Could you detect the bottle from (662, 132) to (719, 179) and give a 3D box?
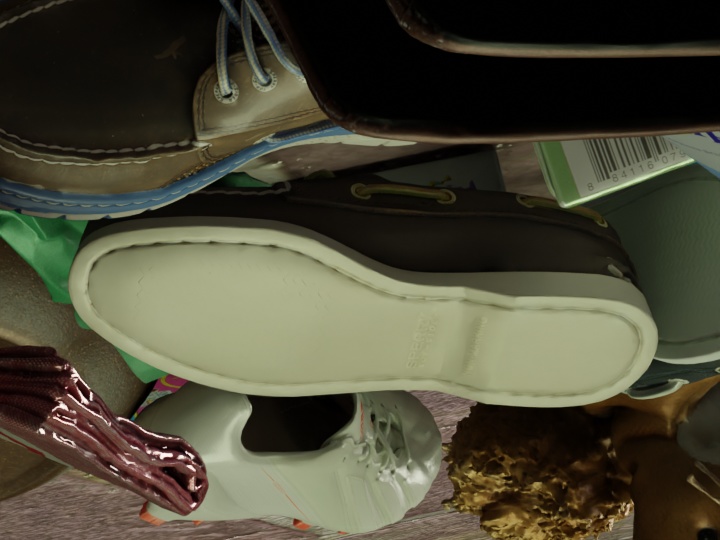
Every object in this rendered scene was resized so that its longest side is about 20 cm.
[{"bbox_3d":[0.084,-0.075,0.717,0.084,0.065,0.200,19,172,47],"label":"bottle"}]

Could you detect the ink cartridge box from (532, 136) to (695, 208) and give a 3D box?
[{"bbox_3d":[0.129,-0.067,0.907,0.145,0.048,0.200,-20,-177,6],"label":"ink cartridge box"}]

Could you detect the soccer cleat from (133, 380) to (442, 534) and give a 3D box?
[{"bbox_3d":[-0.016,0.070,1.111,0.078,0.069,0.200,-37,159,29],"label":"soccer cleat"}]

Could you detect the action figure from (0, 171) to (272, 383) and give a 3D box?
[{"bbox_3d":[-0.077,-0.022,0.924,0.118,0.055,0.200,-30,151,15],"label":"action figure"}]

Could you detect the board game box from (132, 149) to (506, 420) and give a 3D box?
[{"bbox_3d":[-0.031,0.012,1.131,0.200,0.064,0.148,-11,168,5],"label":"board game box"}]

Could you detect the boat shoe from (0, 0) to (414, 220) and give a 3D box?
[{"bbox_3d":[-0.032,-0.068,0.769,0.200,0.072,0.072,-15,167,-34],"label":"boat shoe"}]

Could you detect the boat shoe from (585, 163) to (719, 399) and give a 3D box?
[{"bbox_3d":[0.111,0.008,0.966,0.060,0.076,0.200,25,166,-32],"label":"boat shoe"}]

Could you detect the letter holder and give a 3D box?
[{"bbox_3d":[0.093,-0.077,0.572,0.200,0.142,0.101,-7,136,-20],"label":"letter holder"}]

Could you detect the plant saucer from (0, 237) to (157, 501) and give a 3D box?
[{"bbox_3d":[-0.175,0.042,1.022,0.200,0.037,0.200,-2,145,-1],"label":"plant saucer"}]

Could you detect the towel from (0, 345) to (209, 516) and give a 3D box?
[{"bbox_3d":[-0.149,0.016,0.779,0.200,0.023,0.144,21,171,17],"label":"towel"}]

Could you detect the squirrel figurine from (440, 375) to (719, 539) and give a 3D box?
[{"bbox_3d":[0.132,0.069,1.240,0.141,0.187,0.200,0,164,-42],"label":"squirrel figurine"}]

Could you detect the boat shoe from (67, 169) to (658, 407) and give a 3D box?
[{"bbox_3d":[0.000,0.000,0.900,0.200,0.060,0.072,6,132,-14],"label":"boat shoe"}]

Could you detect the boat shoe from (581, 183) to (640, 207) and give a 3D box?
[{"bbox_3d":[0.178,-0.025,1.125,0.199,0.074,0.068,-23,151,13],"label":"boat shoe"}]
